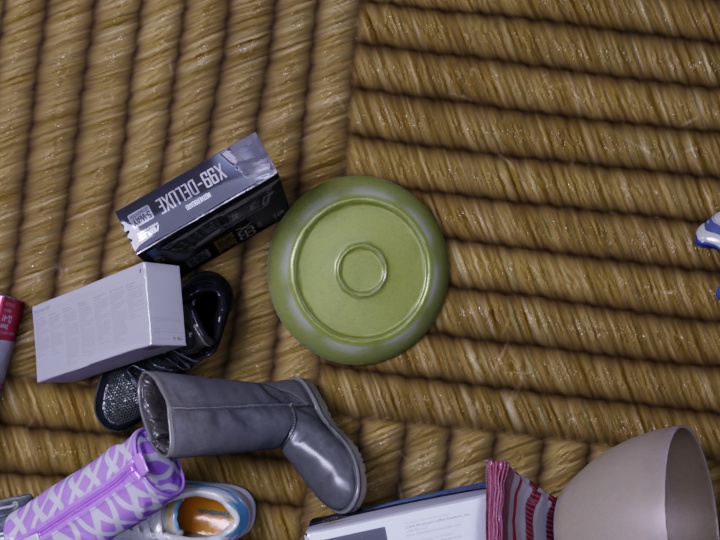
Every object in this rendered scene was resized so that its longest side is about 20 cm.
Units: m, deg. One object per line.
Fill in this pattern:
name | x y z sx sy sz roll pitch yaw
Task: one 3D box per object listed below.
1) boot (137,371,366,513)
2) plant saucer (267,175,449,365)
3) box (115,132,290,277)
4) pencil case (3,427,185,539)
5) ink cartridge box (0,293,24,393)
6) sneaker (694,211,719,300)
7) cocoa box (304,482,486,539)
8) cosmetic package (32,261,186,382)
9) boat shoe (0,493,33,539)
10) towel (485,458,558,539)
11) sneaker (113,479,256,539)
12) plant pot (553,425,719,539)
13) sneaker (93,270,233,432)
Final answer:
boot | -0.107 0.169 1.327 0.073 0.198 0.182 -56 50 22
plant saucer | 0.000 0.000 1.422 0.197 0.031 0.203 0 91 -7
box | -0.153 -0.059 1.360 0.156 0.200 0.050 -30 82 -4
pencil case | -0.269 0.233 1.332 0.199 0.085 0.085 -35 67 16
ink cartridge box | -0.452 0.108 1.401 0.145 0.086 0.203 13 83 1
sneaker | 0.426 0.026 1.424 0.087 0.075 0.202 -27 78 9
cocoa box | 0.052 0.301 1.357 0.197 0.131 0.135 -12 86 -1
cosmetic package | -0.257 0.056 1.361 0.198 0.050 0.084 -18 75 42
boat shoe | -0.433 0.271 1.399 0.197 0.072 0.072 -5 76 -11
towel | 0.172 0.281 1.318 0.022 0.200 0.146 -11 61 27
sneaker | -0.211 0.248 1.388 0.197 0.081 0.078 -2 85 4
plant pot | 0.272 0.264 1.349 0.133 0.200 0.204 -10 83 28
sneaker | -0.207 0.086 1.388 0.076 0.114 0.200 44 88 -6
